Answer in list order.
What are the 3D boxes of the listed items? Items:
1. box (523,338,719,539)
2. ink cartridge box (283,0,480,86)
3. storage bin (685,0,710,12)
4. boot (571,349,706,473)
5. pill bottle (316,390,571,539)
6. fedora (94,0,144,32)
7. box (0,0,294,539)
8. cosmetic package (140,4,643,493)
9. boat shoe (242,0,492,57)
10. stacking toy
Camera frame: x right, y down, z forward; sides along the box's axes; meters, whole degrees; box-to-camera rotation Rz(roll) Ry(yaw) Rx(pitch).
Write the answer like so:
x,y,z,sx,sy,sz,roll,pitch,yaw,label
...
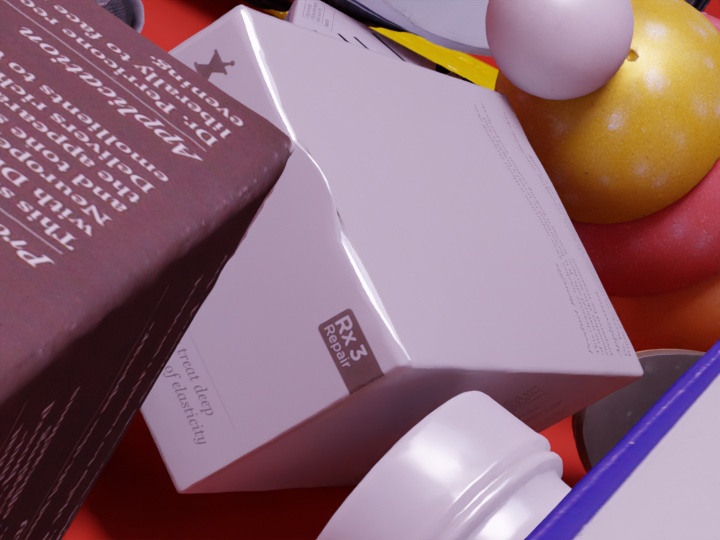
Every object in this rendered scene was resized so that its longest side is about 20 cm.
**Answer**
x,y,z,sx,sy,sz,roll,pitch,yaw,label
0.046,0.127,0.477,0.105,0.200,0.184,36,22,10,box
0.002,-0.039,0.976,0.094,0.044,0.200,27,23,-9,ink cartridge box
0.234,-0.091,1.273,0.094,0.135,0.200,23,24,-21,storage bin
0.141,0.070,0.928,0.200,0.074,0.075,20,5,-36,boot
0.079,0.124,0.649,0.200,0.112,0.112,39,23,16,pill bottle
-0.155,-0.155,0.947,0.200,0.090,0.177,22,24,-23,fedora
-0.143,0.015,0.506,0.166,0.164,0.200,35,22,4,box
0.000,0.000,0.758,0.200,0.081,0.113,9,53,-64,cosmetic package
0.007,-0.135,1.085,0.200,0.071,0.091,23,-8,13,boat shoe
0.096,-0.054,0.901,0.146,0.146,0.200,46,-1,30,stacking toy
